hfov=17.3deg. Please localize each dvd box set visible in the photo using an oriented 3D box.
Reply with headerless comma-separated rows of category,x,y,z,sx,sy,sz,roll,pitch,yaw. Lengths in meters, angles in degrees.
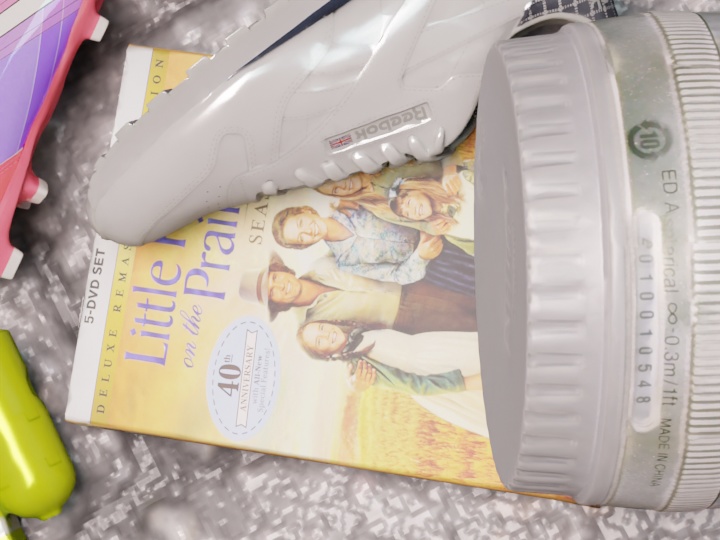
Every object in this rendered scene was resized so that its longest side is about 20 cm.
dvd box set,0.000,0.000,0.870,0.200,0.029,0.146,9,85,11

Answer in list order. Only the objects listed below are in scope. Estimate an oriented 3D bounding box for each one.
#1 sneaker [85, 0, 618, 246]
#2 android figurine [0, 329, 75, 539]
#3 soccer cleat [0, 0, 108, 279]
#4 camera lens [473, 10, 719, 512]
sneaker,-0.006,-0.061,0.830,0.200,0.076,0.081,-36,95,7
android figurine,-0.195,0.095,0.874,0.182,0.041,0.200,-24,87,-1
soccer cleat,-0.137,-0.089,0.873,0.076,0.067,0.200,20,79,-19
camera lens,0.143,-0.004,0.760,0.200,0.160,0.160,-2,82,-4
